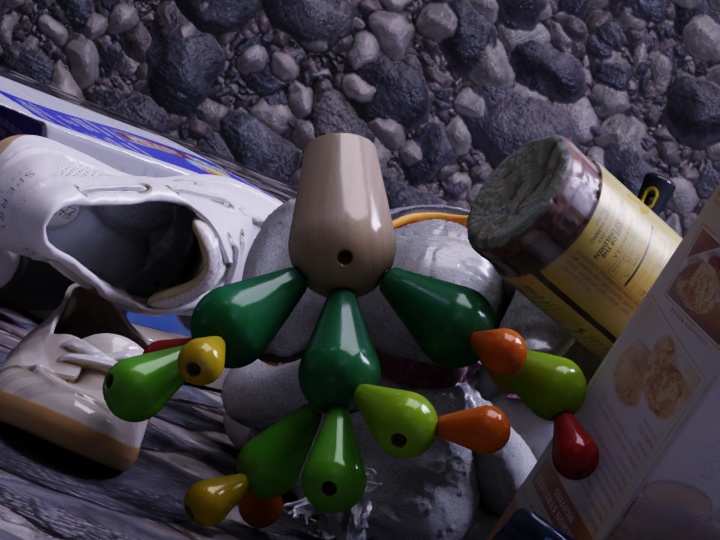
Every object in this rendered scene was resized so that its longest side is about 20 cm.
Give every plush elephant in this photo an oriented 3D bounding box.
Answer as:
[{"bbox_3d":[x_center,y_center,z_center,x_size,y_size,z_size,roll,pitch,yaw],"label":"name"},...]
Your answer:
[{"bbox_3d":[0.023,0.041,1.286,0.164,0.156,0.200,21,4,6],"label":"plush elephant"}]

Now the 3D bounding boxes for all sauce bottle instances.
[{"bbox_3d":[0.131,0.022,1.211,0.200,0.065,0.065,41,-6,-29],"label":"sauce bottle"}]

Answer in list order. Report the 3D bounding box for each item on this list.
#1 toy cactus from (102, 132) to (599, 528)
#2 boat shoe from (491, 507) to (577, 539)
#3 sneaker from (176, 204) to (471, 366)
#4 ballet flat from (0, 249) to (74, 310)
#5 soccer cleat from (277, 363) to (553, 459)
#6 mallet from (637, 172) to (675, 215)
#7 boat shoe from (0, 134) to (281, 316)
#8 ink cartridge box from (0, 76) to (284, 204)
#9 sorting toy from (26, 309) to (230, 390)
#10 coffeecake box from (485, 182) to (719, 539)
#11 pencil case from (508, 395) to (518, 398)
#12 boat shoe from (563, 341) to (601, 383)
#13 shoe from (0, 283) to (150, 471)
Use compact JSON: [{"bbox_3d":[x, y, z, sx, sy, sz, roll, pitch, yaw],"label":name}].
[{"bbox_3d":[-0.003,0.026,1.169,0.199,0.166,0.102,-4,-26,7],"label":"toy cactus"},{"bbox_3d":[0.135,0.147,1.113,0.199,0.069,0.084,19,5,-30],"label":"boat shoe"},{"bbox_3d":[0.000,0.000,1.399,0.199,0.079,0.077,-6,-15,13],"label":"sneaker"},{"bbox_3d":[-0.226,-0.021,1.517,0.199,0.068,0.068,16,11,33],"label":"ballet flat"},{"bbox_3d":[0.045,0.090,1.440,0.199,0.069,0.085,18,13,2],"label":"soccer cleat"},{"bbox_3d":[0.121,0.033,1.614,0.066,0.201,0.041,16,-12,19],"label":"mallet"},{"bbox_3d":[-0.087,-0.007,1.293,0.199,0.071,0.069,12,16,-43],"label":"boat shoe"},{"bbox_3d":[-0.167,-0.071,1.576,0.199,0.047,0.198,18,7,-29],"label":"ink cartridge box"},{"bbox_3d":[-0.112,0.007,1.621,0.200,0.070,0.198,25,6,42],"label":"sorting toy"},{"bbox_3d":[0.169,0.080,1.174,0.153,0.200,0.073,18,25,-29],"label":"coffeecake box"},{"bbox_3d":[0.064,0.076,1.531,0.199,0.083,0.087,23,2,12],"label":"pencil case"},{"bbox_3d":[0.071,0.029,1.450,0.200,0.072,0.066,6,-13,17],"label":"boat shoe"},{"bbox_3d":[-0.125,0.043,1.245,0.070,0.054,0.200,20,5,-9],"label":"shoe"}]
